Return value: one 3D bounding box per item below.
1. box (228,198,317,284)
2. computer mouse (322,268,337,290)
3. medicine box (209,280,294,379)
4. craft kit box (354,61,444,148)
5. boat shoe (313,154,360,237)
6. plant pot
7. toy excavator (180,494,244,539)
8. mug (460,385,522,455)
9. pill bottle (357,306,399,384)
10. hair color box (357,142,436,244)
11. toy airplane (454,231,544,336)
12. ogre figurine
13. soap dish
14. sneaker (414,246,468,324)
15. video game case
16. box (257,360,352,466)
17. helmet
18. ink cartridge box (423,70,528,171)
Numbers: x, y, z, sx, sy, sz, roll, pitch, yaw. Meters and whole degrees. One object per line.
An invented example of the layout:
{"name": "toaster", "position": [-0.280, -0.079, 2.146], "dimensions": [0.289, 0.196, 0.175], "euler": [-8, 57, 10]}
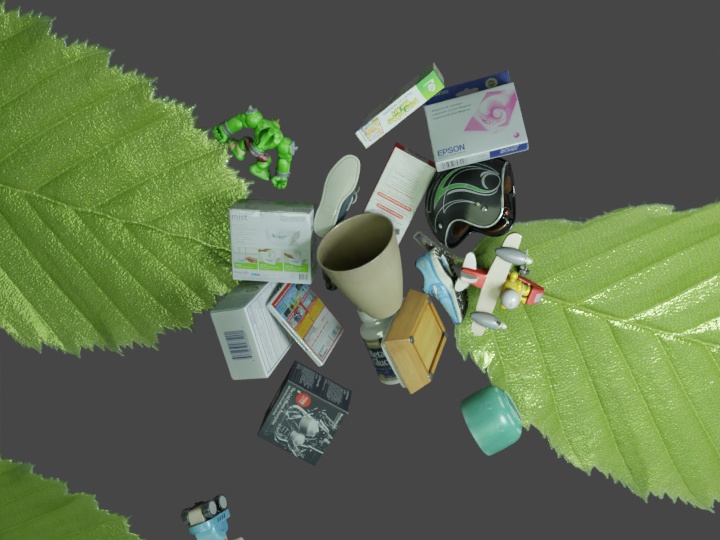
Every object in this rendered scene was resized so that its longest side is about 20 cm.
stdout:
{"name": "box", "position": [-0.207, -0.071, 1.507], "dimensions": [0.195, 0.097, 0.180], "euler": [3, 111, 6]}
{"name": "computer mouse", "position": [0.000, 0.000, 1.539], "dimensions": [0.195, 0.044, 0.112], "euler": [1, 110, 6]}
{"name": "medicine box", "position": [-0.253, 0.132, 1.528], "dimensions": [0.101, 0.200, 0.186], "euler": [-7, 111, 20]}
{"name": "craft kit box", "position": [0.084, -0.348, 1.310], "dimensions": [0.196, 0.201, 0.049], "euler": [-38, 104, 20]}
{"name": "boat shoe", "position": [-0.048, -0.172, 1.466], "dimensions": [0.074, 0.062, 0.204], "euler": [23, 104, 14]}
{"name": "plant pot", "position": [0.021, 0.009, 1.429], "dimensions": [0.184, 0.189, 0.202], "euler": [-17, 128, 13]}
{"name": "toy excavator", "position": [-0.420, 0.771, 1.850], "dimensions": [0.098, 0.194, 0.204], "euler": [-21, 80, 14]}
{"name": "mug", "position": [0.342, 0.370, 1.601], "dimensions": [0.113, 0.185, 0.154], "euler": [-32, 81, 15]}
{"name": "pill bottle", "position": [0.063, 0.169, 1.562], "dimensions": [0.109, 0.111, 0.203], "euler": [-18, 108, 13]}
{"name": "hair color box", "position": [0.085, -0.176, 1.451], "dimensions": [0.109, 0.064, 0.203], "euler": [26, 111, -4]}
{"name": "toy airplane", "position": [0.315, 0.036, 1.443], "dimensions": [0.196, 0.142, 0.202], "euler": [-28, 118, 5]}
{"name": "ogre figurine", "position": [-0.225, -0.285, 1.428], "dimensions": [0.120, 0.098, 0.201], "euler": [-40, 91, 31]}
{"name": "soap dish", "position": [0.133, 0.163, 1.494], "dimensions": [0.080, 0.201, 0.159], "euler": [-12, 119, 32]}
{"name": "sneaker", "position": [0.197, 0.041, 1.530], "dimensions": [0.089, 0.078, 0.203], "euler": [-18, 106, 33]}
{"name": "video game case", "position": [-0.132, 0.117, 1.549], "dimensions": [0.017, 0.144, 0.201], "euler": [-29, 107, 38]}
{"name": "box", "position": [-0.147, 0.379, 1.672], "dimensions": [0.180, 0.104, 0.202], "euler": [28, 112, -6]}
{"name": "helmet", "position": [0.234, -0.151, 1.376], "dimensions": [0.187, 0.200, 0.204], "euler": [-1, 113, 25]}
{"name": "ink cartridge box", "position": [0.235, -0.323, 1.321], "dimensions": [0.192, 0.043, 0.204], "euler": [-13, 69, 11]}
